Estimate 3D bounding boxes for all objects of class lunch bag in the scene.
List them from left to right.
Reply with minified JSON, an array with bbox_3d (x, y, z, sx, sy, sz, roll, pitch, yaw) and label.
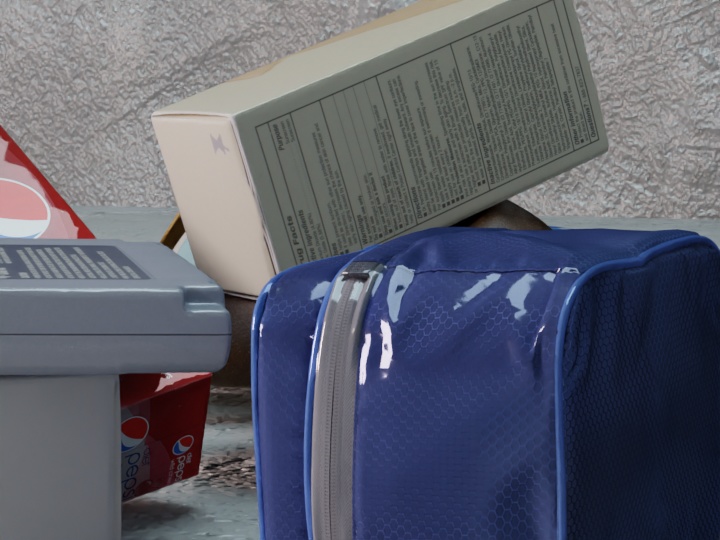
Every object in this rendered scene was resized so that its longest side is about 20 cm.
[{"bbox_3d":[0.045,0.053,0.878,0.132,0.137,0.200,3,5,25],"label":"lunch bag"}]

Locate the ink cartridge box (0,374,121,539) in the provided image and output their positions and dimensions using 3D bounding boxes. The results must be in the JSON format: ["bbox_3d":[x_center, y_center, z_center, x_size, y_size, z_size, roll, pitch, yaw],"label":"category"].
[{"bbox_3d":[-0.195,0.071,0.970,0.144,0.085,0.200,-2,4,-27],"label":"ink cartridge box"}]

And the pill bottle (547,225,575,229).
[{"bbox_3d":[0.119,0.037,1.221,0.112,0.113,0.200,-2,6,-28],"label":"pill bottle"}]

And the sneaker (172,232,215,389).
[{"bbox_3d":[-0.051,-0.019,1.333,0.074,0.201,0.082,34,-5,-5],"label":"sneaker"}]

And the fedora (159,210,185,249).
[{"bbox_3d":[-0.034,0.006,1.442,0.200,0.201,0.082,-5,43,-44],"label":"fedora"}]

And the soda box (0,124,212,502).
[{"bbox_3d":[-0.147,0.018,1.107,0.070,0.064,0.200,-19,49,-30],"label":"soda box"}]

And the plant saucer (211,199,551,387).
[{"bbox_3d":[0.000,0.000,1.190,0.199,0.037,0.201,-14,17,5],"label":"plant saucer"}]

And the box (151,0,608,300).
[{"bbox_3d":[0.012,-0.065,1.165,0.199,0.095,0.078,-24,18,-30],"label":"box"}]

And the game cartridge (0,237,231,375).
[{"bbox_3d":[-0.130,0.012,0.967,0.132,0.042,0.200,-4,7,-11],"label":"game cartridge"}]
